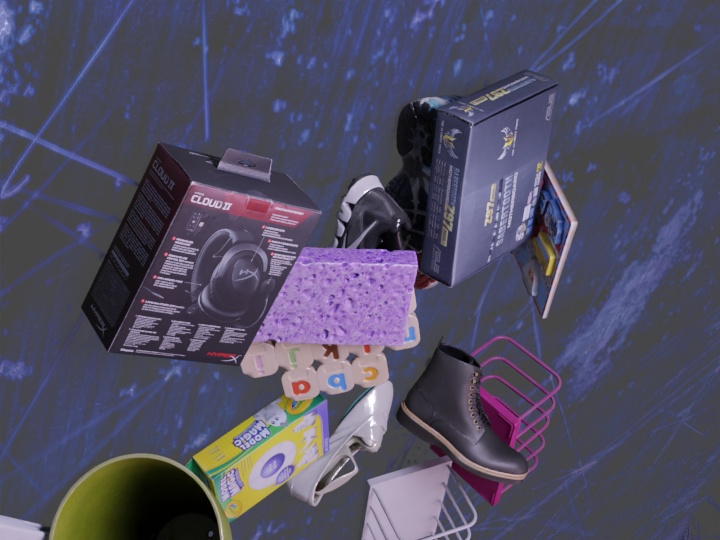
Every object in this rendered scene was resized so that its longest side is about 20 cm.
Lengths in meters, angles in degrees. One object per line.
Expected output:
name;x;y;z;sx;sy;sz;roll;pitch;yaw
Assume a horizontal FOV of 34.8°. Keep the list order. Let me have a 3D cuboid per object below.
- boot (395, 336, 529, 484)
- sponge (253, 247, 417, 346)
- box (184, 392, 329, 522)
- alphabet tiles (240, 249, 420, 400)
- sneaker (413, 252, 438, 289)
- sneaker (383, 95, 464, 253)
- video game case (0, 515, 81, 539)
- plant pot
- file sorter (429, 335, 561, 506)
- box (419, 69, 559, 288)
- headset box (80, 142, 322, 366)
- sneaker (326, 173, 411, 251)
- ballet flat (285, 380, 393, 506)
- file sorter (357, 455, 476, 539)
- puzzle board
boot;0.161;0.195;1.583;0.139;0.200;0.077;-66;172;21
sponge;-0.045;0.027;1.184;0.200;0.030;0.112;2;128;-11
box;-0.128;0.229;1.394;0.200;0.048;0.117;-32;145;-24
alphabet tiles;-0.037;0.061;1.241;0.200;0.015;0.196;-11;129;-1
sneaker;0.121;-0.060;1.356;0.200;0.078;0.082;-55;150;12
sneaker;0.082;-0.102;1.262;0.086;0.078;0.200;-25;143;-40
video game case;-0.392;0.350;1.211;0.200;0.023;0.182;-49;150;0
plant pot;-0.216;0.305;1.264;0.187;0.187;0.200;-46;164;-5
file sorter;0.206;0.220;1.722;0.125;0.139;0.200;-30;145;-31
box;0.138;-0.099;1.235;0.158;0.051;0.200;-28;134;-40
headset box;-0.141;-0.018;1.043;0.149;0.077;0.200;10;116;-42
sneaker;0.000;0.000;1.253;0.066;0.090;0.200;-15;136;-46
ballet flat;-0.014;0.235;1.528;0.200;0.069;0.069;-45;149;-7
file sorter;0.087;0.408;1.761;0.139;0.125;0.200;-13;138;-20
puzzle board;0.199;-0.065;1.354;0.017;0.200;0.151;-2;134;-13
